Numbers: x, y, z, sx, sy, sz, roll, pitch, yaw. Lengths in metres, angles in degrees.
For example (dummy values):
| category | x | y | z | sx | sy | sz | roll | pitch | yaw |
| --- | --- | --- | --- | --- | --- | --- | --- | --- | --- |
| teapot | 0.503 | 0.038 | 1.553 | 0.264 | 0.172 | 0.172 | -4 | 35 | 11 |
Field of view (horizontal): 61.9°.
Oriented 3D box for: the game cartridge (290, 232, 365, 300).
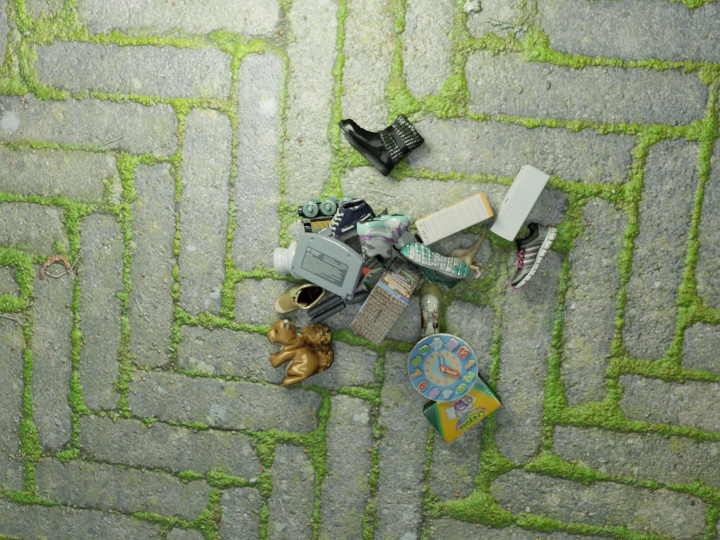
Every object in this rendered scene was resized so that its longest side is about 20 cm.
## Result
| category | x | y | z | sx | sy | sz | roll | pitch | yaw |
| --- | --- | --- | --- | --- | --- | --- | --- | --- | --- |
| game cartridge | -0.088 | -0.020 | 1.620 | 0.199 | 0.041 | 0.134 | 26 | 104 | 19 |

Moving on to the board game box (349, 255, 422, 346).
| category | x | y | z | sx | sy | sz | roll | pitch | yaw |
| --- | --- | --- | --- | --- | --- | --- | --- | --- | --- |
| board game box | 0.074 | 0.080 | 1.649 | 0.097 | 0.200 | 0.160 | 33 | 120 | 3 |

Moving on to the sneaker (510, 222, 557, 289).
| category | x | y | z | sx | sy | sz | roll | pitch | yaw |
| --- | --- | --- | --- | --- | --- | --- | --- | --- | --- |
| sneaker | 0.459 | -0.046 | 1.665 | 0.087 | 0.074 | 0.201 | 30 | 95 | 3 |

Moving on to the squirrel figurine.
| category | x | y | z | sx | sy | sz | roll | pitch | yaw |
| --- | --- | --- | --- | --- | --- | --- | --- | --- | --- |
| squirrel figurine | -0.179 | 0.224 | 1.772 | 0.199 | 0.142 | 0.188 | -21 | 84 | -4 |

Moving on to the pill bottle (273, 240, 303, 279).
| category | x | y | z | sx | sy | sz | roll | pitch | yaw |
| --- | --- | --- | --- | --- | --- | --- | --- | --- | --- |
| pill bottle | -0.143 | -0.033 | 1.726 | 0.199 | 0.112 | 0.113 | -5 | 97 | 8 |

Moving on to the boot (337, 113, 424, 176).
| category | x | y | z | sx | sy | sz | roll | pitch | yaw |
| --- | --- | --- | --- | --- | --- | --- | --- | --- | --- |
| boot | 0.058 | -0.384 | 1.669 | 0.211 | 0.079 | 0.158 | 42 | 108 | -10 |

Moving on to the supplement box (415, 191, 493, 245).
| category | x | y | z | sx | sy | sz | roll | pitch | yaw |
| --- | --- | --- | --- | --- | --- | --- | --- | --- | --- |
| supplement box | 0.256 | -0.145 | 1.651 | 0.199 | 0.126 | 0.074 | -24 | 95 | 9 |

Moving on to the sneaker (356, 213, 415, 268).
| category | x | y | z | sx | sy | sz | roll | pitch | yaw |
| --- | --- | --- | --- | --- | --- | --- | --- | --- | --- |
| sneaker | 0.072 | -0.076 | 1.618 | 0.078 | 0.199 | 0.141 | 12 | 111 | 50 |

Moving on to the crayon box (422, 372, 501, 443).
| category | x | y | z | sx | sy | sz | roll | pitch | yaw |
| --- | --- | --- | --- | --- | --- | --- | --- | --- | --- |
| crayon box | 0.295 | 0.393 | 1.750 | 0.200 | 0.058 | 0.119 | -39 | 90 | 10 |

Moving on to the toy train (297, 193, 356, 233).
| category | x | y | z | sx | sy | sz | roll | pitch | yaw |
| --- | --- | --- | --- | --- | --- | --- | --- | --- | --- |
| toy train | -0.081 | -0.153 | 1.722 | 0.199 | 0.085 | 0.115 | -5 | 106 | 9 |

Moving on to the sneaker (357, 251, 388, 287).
| category | x | y | z | sx | sy | sz | roll | pitch | yaw |
| --- | --- | --- | --- | --- | --- | --- | --- | --- | --- |
| sneaker | 0.000 | 0.001 | 1.716 | 0.070 | 0.093 | 0.200 | 48 | 60 | -1 |

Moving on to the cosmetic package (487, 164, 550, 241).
| category | x | y | z | sx | sy | sz | roll | pitch | yaw |
| --- | --- | --- | --- | --- | --- | --- | --- | --- | --- |
| cosmetic package | 0.428 | -0.184 | 1.636 | 0.074 | 0.102 | 0.201 | 27 | 99 | 2 |

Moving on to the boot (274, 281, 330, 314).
| category | x | y | z | sx | sy | sz | roll | pitch | yaw |
| --- | --- | --- | --- | --- | --- | --- | --- | --- | --- |
| boot | -0.175 | 0.081 | 1.723 | 0.199 | 0.155 | 0.073 | -22 | 94 | 10 |

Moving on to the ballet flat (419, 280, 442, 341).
| category | x | y | z | sx | sy | sz | roll | pitch | yaw |
| --- | --- | --- | --- | --- | --- | --- | --- | --- | --- |
| ballet flat | 0.201 | 0.131 | 1.725 | 0.070 | 0.071 | 0.201 | 2 | 97 | 7 |

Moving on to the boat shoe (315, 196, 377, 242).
| category | x | y | z | sx | sy | sz | roll | pitch | yaw |
| --- | --- | --- | --- | --- | --- | --- | --- | --- | --- |
| boat shoe | -0.056 | -0.133 | 1.641 | 0.199 | 0.075 | 0.093 | -22 | 128 | 6 |

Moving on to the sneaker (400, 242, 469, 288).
| category | x | y | z | sx | sy | sz | roll | pitch | yaw |
| --- | --- | --- | --- | --- | --- | --- | --- | --- | --- |
| sneaker | 0.195 | -0.005 | 1.657 | 0.199 | 0.078 | 0.091 | 24 | 134 | -5 |

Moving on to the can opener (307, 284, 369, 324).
| category | x | y | z | sx | sy | sz | roll | pitch | yaw |
| --- | --- | --- | --- | --- | --- | --- | --- | --- | --- |
| can opener | -0.067 | 0.096 | 1.761 | 0.199 | 0.066 | 0.053 | -28 | 94 | 15 |

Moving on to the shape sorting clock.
| category | x | y | z | sx | sy | sz | roll | pitch | yaw |
| --- | --- | --- | --- | --- | --- | --- | --- | --- | --- |
| shape sorting clock | 0.232 | 0.276 | 1.695 | 0.199 | 0.039 | 0.201 | 1 | 97 | 6 |

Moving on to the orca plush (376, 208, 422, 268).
| category | x | y | z | sx | sy | sz | roll | pitch | yaw |
| --- | --- | --- | --- | --- | --- | --- | --- | --- | --- |
| orca plush | 0.105 | -0.076 | 1.708 | 0.200 | 0.106 | 0.071 | 38 | 140 | -18 |

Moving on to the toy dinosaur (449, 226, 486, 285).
| category | x | y | z | sx | sy | sz | roll | pitch | yaw |
| --- | --- | --- | --- | --- | --- | --- | --- | --- | --- |
| toy dinosaur | 0.304 | -0.026 | 1.695 | 0.200 | 0.058 | 0.101 | -42 | 89 | 11 |
